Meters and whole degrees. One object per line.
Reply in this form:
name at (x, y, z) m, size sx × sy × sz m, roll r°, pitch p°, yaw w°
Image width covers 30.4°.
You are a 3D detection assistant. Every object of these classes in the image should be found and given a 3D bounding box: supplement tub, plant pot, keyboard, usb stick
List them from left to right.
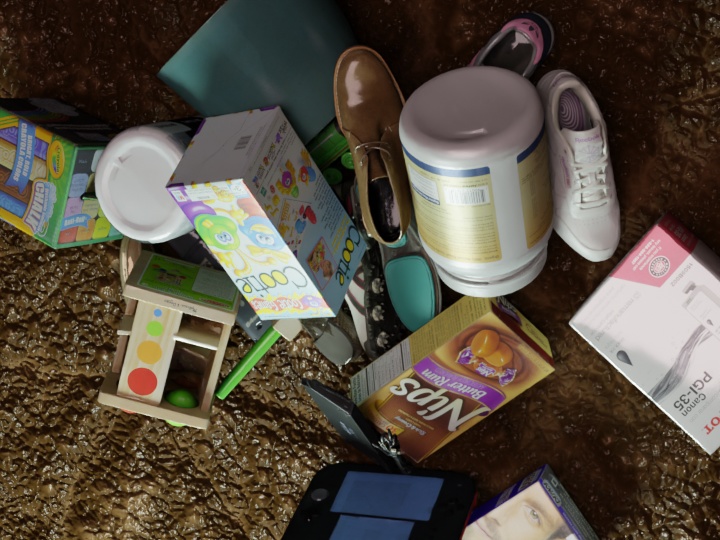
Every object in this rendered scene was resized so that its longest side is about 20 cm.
supplement tub at (-0.194, -0.104, 1.452) m, size 0.121 × 0.200 × 0.125 m, roll 4°, pitch 102°, yaw 18°
usb stick at (-0.161, 0.004, 1.552) m, size 0.055 × 0.033 × 0.200 m, roll -43°, pitch 85°, yaw 21°
plant pot at (-0.091, -0.217, 1.403) m, size 0.200 × 0.201 × 0.161 m, roll -39°, pitch 102°, yaw 22°
keyboard at (0.007, 0.178, 1.445) m, size 0.126 × 0.200 × 0.021 m, roll 32°, pitch 77°, yaw 26°
supplement tub at (0.121, -0.087, 1.336) m, size 0.142 × 0.145 × 0.202 m, roll 4°, pitch 135°, yaw 18°

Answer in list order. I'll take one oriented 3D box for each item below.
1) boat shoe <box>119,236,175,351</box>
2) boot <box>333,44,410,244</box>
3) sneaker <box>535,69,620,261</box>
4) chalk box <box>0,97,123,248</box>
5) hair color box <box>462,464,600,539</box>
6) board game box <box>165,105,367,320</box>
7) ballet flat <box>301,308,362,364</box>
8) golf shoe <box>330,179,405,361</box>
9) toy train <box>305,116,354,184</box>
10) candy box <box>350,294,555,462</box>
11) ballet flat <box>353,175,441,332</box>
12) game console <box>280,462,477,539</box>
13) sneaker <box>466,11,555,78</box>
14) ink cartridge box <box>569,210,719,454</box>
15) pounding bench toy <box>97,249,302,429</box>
boat shoe at (-0.230, 0.046, 1.570) m, size 0.064 × 0.071 × 0.203 m, roll -10°, pitch 107°, yaw 16°
boot at (0.018, -0.124, 1.327) m, size 0.072 × 0.076 × 0.203 m, roll -11°, pitch 101°, yaw 2°
sneaker at (0.221, -0.105, 1.356) m, size 0.074 × 0.100 × 0.203 m, roll -16°, pitch 96°, yaw -1°
chalk box at (-0.334, -0.106, 1.522) m, size 0.198 × 0.124 × 0.126 m, roll 27°, pitch 109°, yaw 27°
hair color box at (0.158, 0.319, 1.487) m, size 0.199 × 0.065 × 0.110 m, roll -37°, pitch 87°, yaw 20°
board game box at (-0.093, -0.054, 1.364) m, size 0.102 × 0.106 × 0.201 m, roll -4°, pitch 135°, yaw 34°
ballet flat at (-0.066, 0.023, 1.517) m, size 0.200 × 0.046 × 0.068 m, roll 47°, pitch 129°, yaw 8°
golf shoe at (0.000, 0.000, 1.484) m, size 0.087 × 0.077 × 0.203 m, roll -4°, pitch 95°, yaw 38°
toy train at (-0.053, -0.112, 1.459) m, size 0.056 × 0.042 × 0.199 m, roll 35°, pitch 129°, yaw -22°
candy box at (0.098, 0.114, 1.444) m, size 0.199 × 0.057 × 0.116 m, roll -37°, pitch 122°, yaw 23°
ballet flat at (0.052, -0.030, 1.432) m, size 0.067 × 0.064 × 0.202 m, roll -6°, pitch 116°, yaw 33°
game console at (0.021, 0.277, 1.467) m, size 0.197 × 0.177 × 0.031 m, roll 1°, pitch 115°, yaw 19°
sneaker at (0.123, -0.185, 1.387) m, size 0.070 × 0.082 × 0.201 m, roll 37°, pitch 110°, yaw 7°
ink cartridge box at (0.338, 0.062, 1.360) m, size 0.200 × 0.083 × 0.147 m, roll 42°, pitch 111°, yaw 7°
pounding bench toy at (-0.176, 0.093, 1.482) m, size 0.197 × 0.124 × 0.158 m, roll 15°, pitch 107°, yaw -5°
